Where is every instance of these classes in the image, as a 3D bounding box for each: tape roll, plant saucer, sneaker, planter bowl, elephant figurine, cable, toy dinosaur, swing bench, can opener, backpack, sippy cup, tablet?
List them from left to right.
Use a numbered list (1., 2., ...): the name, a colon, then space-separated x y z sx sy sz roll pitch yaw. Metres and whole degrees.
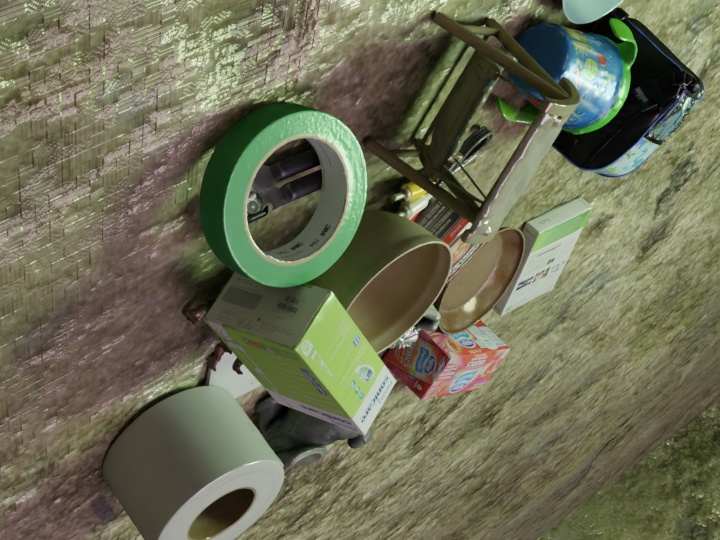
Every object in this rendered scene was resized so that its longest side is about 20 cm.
1. tape roll: -0.219 0.271 1.753 0.203 0.139 0.203 -30 151 -19
2. toy dinosaur: -0.136 0.054 1.652 0.136 0.086 0.200 -45 141 -23
3. tablet: -0.132 0.120 1.825 0.200 0.014 0.130 -26 148 -36
4. can opener: -0.091 -0.100 1.538 0.200 0.053 0.067 -26 180 -37
5. tape roll: -0.082 -0.082 1.466 0.200 0.048 0.201 -17 117 -38
6. elephant figurine: -0.093 0.237 1.942 0.200 0.142 0.155 -28 124 0
7. planter bowl: 0.000 0.000 1.704 0.200 0.135 0.200 -36 153 -21
8. sneaker: 0.033 0.085 1.946 0.200 0.081 0.075 -27 151 -31
9. cable: 0.108 -0.116 1.793 0.200 0.050 0.097 -32 152 -24
10. plant saucer: 0.180 0.009 2.088 0.200 0.037 0.201 -35 147 -27
11. swing bench: 0.145 -0.171 1.595 0.130 0.200 0.199 -8 136 -52
12. sippy cup: 0.264 -0.260 1.739 0.130 0.140 0.178 15 105 -50
13. plant saucer: 0.317 -0.409 1.692 0.201 0.039 0.201 -36 153 -21
14. backpack: 0.358 -0.233 1.848 0.200 0.183 0.147 -49 154 19

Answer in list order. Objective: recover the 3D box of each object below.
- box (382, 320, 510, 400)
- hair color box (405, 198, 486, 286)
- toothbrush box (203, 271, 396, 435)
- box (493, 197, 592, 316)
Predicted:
1. box: 0.141 0.137 2.160 0.200 0.100 0.096 -3 132 -56
2. hair color box: 0.118 -0.041 1.865 0.102 0.061 0.200 -47 166 5
3. toothbrush box: -0.069 0.095 1.569 0.086 0.145 0.200 -57 140 -22
4. box: 0.304 -0.023 2.248 0.144 0.036 0.200 -24 148 -38
